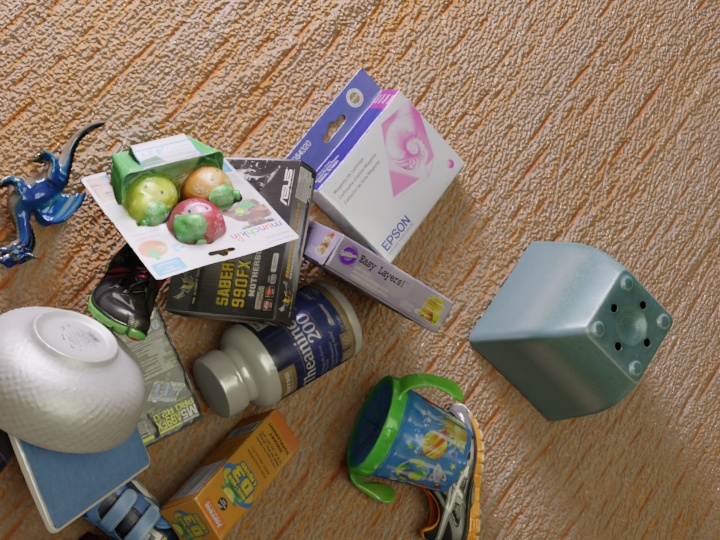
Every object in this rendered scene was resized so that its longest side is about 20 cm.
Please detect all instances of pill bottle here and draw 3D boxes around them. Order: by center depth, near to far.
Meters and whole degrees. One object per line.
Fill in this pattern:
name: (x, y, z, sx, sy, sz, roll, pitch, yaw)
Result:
pill bottle: (-0.105, 0.102, 1.546, 0.200, 0.111, 0.111, -29, 99, -28)

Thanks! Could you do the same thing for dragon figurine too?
dragon figurine: (-0.364, -0.087, 1.452, 0.200, 0.059, 0.100, -42, 105, -24)

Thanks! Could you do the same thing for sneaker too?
sneaker: (-0.262, 0.011, 1.426, 0.077, 0.200, 0.084, 27, 113, -21)
sneaker: (-0.265, 0.289, 1.438, 0.200, 0.082, 0.074, 41, 86, -31)
sneaker: (0.123, 0.280, 1.679, 0.077, 0.078, 0.200, 4, 75, -8)

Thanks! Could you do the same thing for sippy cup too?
sippy cup: (0.069, 0.222, 1.603, 0.130, 0.178, 0.140, 24, 63, -13)

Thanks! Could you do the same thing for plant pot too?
plant pot: (0.315, 0.080, 1.728, 0.196, 0.200, 0.196, 43, 67, -18)

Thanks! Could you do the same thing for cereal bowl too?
cereal bowl: (-0.321, 0.102, 1.328, 0.200, 0.200, 0.083, 14, 116, -27)

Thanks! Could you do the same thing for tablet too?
tablet: (-0.309, 0.194, 1.368, 0.200, 0.014, 0.130, -32, 103, -64)

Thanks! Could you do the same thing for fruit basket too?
fruit basket: (-0.198, -0.077, 1.421, 0.185, 0.200, 0.094, -17, 131, -30)

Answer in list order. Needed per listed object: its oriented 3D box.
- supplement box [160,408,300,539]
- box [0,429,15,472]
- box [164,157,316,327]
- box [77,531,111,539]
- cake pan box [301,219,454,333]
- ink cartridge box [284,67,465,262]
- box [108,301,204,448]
supplement box: (-0.154, 0.250, 1.488, 0.067, 0.069, 0.200, 59, 38, -12)
box: (-0.471, 0.150, 1.326, 0.200, 0.106, 0.122, 36, 96, -22)
box: (-0.147, -0.037, 1.513, 0.048, 0.158, 0.200, 29, 68, -62)
box: (-0.294, 0.412, 1.365, 0.164, 0.200, 0.166, -38, 104, -26)
cake pan box: (0.000, 0.000, 1.567, 0.184, 0.200, 0.052, 33, 87, -24)
ink cartridge box: (0.021, -0.144, 1.679, 0.200, 0.043, 0.196, 45, 67, -19)
box: (-0.307, 0.147, 1.471, 0.200, 0.044, 0.161, -26, 98, -27)
